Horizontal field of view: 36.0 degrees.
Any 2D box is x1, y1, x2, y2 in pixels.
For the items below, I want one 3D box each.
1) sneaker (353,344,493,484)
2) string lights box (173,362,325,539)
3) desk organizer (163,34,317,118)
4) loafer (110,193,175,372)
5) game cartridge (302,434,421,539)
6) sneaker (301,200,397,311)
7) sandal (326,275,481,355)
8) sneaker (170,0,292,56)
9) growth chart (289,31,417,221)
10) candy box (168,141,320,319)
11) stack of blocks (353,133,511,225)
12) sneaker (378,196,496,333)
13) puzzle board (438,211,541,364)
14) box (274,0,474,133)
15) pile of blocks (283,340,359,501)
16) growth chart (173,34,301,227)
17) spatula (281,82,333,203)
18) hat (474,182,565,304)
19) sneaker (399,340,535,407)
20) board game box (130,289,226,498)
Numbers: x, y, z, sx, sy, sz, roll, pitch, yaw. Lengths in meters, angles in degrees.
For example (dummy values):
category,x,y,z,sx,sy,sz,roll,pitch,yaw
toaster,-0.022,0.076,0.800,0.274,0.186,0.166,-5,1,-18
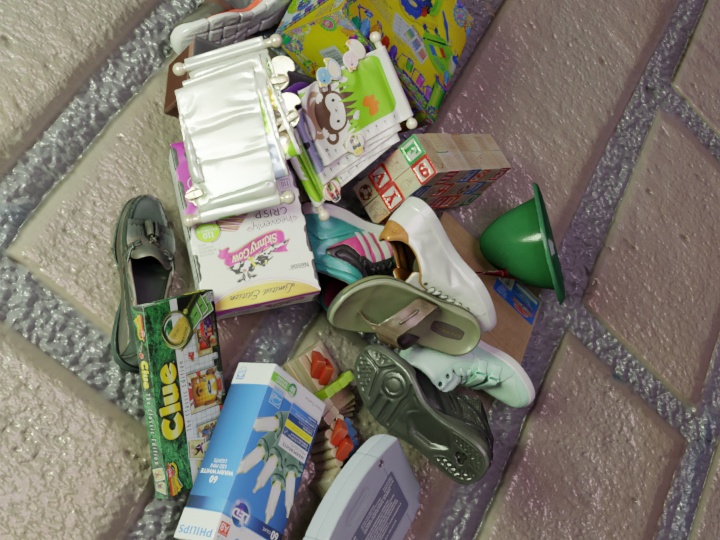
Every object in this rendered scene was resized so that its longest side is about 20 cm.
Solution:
category,x,y,z,sx,sy,sz,roll,pitch,yaw
sneaker,0.079,0.163,1.313,0.199,0.076,0.114,39,14,10
string lights box,-0.115,0.212,1.191,0.103,0.059,0.201,44,55,-43
desk organizer,-0.130,-0.205,1.337,0.199,0.077,0.072,15,67,-31
loafer,-0.228,0.008,1.203,0.071,0.063,0.202,10,69,-30
game cartridge,-0.001,0.290,1.250,0.200,0.041,0.134,-55,140,-35
sneaker,0.000,0.000,1.357,0.199,0.083,0.122,19,69,-35
sandal,0.058,0.061,1.304,0.200,0.080,0.057,15,30,-20
sneaker,-0.171,-0.321,1.365,0.082,0.077,0.200,44,46,10
growth chart,-0.016,-0.175,1.294,0.200,0.018,0.145,-45,117,-25
candy box,-0.133,-0.054,1.264,0.135,0.061,0.202,-12,81,-13
stack of blocks,0.096,-0.120,1.437,0.199,0.115,0.059,-10,65,-54
sneaker,0.088,0.013,1.353,0.085,0.073,0.200,-45,110,-23
puzzle board,0.154,0.037,1.488,0.200,0.017,0.151,42,49,-18
box,0.024,-0.312,1.427,0.200,0.121,0.194,45,53,-32
pile of blocks,-0.025,0.176,1.290,0.082,0.062,0.202,-5,77,-36
growth chart,-0.134,-0.155,1.218,0.144,0.018,0.202,-7,82,2
spatula,-0.057,-0.136,1.336,0.056,0.020,0.201,-41,140,-24
hat,0.174,-0.022,1.511,0.200,0.175,0.167,54,26,-59
sneaker,0.127,0.142,1.403,0.200,0.074,0.119,37,54,-13
board game box,-0.185,0.127,1.167,0.104,0.023,0.202,-15,101,-50
